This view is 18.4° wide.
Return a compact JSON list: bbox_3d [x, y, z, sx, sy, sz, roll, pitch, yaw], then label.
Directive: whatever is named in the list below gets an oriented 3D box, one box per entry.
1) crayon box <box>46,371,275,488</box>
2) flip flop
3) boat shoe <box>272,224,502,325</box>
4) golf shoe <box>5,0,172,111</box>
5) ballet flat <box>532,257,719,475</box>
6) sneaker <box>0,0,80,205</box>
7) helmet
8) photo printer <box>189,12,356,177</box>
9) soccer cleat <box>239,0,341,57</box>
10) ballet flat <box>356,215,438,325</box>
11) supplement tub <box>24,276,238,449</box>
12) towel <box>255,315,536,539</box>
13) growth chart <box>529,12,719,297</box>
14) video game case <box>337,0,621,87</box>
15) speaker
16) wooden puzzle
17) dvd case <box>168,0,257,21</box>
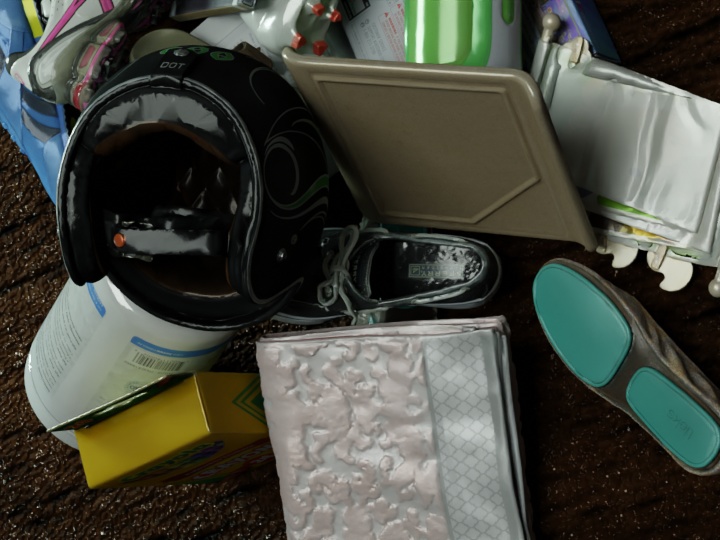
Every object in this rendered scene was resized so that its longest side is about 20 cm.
[{"bbox_3d":[-0.123,0.121,1.678,0.127,0.200,0.051,-26,73,32],"label":"crayon box"},{"bbox_3d":[-0.102,-0.147,1.672,0.200,0.081,0.058,32,142,38],"label":"flip flop"},{"bbox_3d":[0.000,0.003,1.606,0.199,0.068,0.074,4,84,14],"label":"boat shoe"},{"bbox_3d":[-0.205,-0.216,1.758,0.092,0.073,0.200,20,57,13],"label":"golf shoe"},{"bbox_3d":[0.196,0.068,1.537,0.200,0.067,0.068,51,120,28],"label":"ballet flat"},{"bbox_3d":[-0.272,-0.136,1.801,0.078,0.066,0.201,-16,91,5],"label":"sneaker"},{"bbox_3d":[-0.112,-0.055,1.542,0.200,0.191,0.201,1,92,13],"label":"helmet"},{"bbox_3d":[-0.083,-0.127,1.751,0.200,0.069,0.167,-37,66,28],"label":"photo printer"},{"bbox_3d":[-0.021,-0.252,1.653,0.078,0.069,0.200,39,100,30],"label":"soccer cleat"},{"bbox_3d":[0.024,0.035,1.675,0.072,0.072,0.201,-1,83,35],"label":"ballet flat"},{"bbox_3d":[-0.172,0.044,1.722,0.200,0.132,0.132,-50,57,50],"label":"supplement tub"},{"bbox_3d":[0.026,0.137,1.614,0.191,0.032,0.201,-6,99,18],"label":"towel"},{"bbox_3d":[0.188,-0.076,1.556,0.200,0.018,0.145,28,110,22],"label":"growth chart"},{"bbox_3d":[0.077,-0.195,1.658,0.181,0.045,0.200,-33,68,29],"label":"video game case"},{"bbox_3d":[0.075,-0.202,1.583,0.088,0.088,0.201,-3,84,35],"label":"speaker"},{"bbox_3d":[0.059,-0.088,1.539,0.200,0.185,0.037,11,59,28],"label":"wooden puzzle"},{"bbox_3d":[-0.092,-0.268,1.725,0.200,0.016,0.149,9,79,70],"label":"dvd case"}]
